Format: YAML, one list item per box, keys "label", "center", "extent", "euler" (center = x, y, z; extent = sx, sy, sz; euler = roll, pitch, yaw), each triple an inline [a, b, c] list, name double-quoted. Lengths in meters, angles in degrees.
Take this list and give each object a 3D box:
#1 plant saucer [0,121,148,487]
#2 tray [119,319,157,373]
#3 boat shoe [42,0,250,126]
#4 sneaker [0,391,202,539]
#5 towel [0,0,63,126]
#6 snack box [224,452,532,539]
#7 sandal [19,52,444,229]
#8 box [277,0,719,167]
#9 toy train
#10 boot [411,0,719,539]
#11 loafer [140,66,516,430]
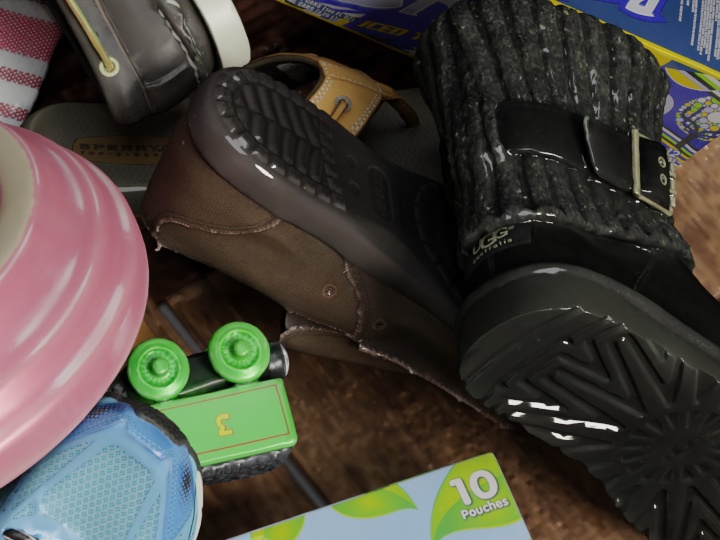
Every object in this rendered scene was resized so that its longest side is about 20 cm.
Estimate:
- label: "plant saucer"
  center: [-0.173, 0.008, 0.764]
  extent: [0.200, 0.051, 0.201]
  euler: [-10, 40, 9]
- label: "tray"
  center: [-0.161, 0.073, 0.822]
  extent: [0.200, 0.037, 0.099]
  euler: [-30, 71, -21]
- label: "boat shoe"
  center: [-0.124, -0.136, 0.877]
  extent: [0.061, 0.072, 0.201]
  euler: [-36, 63, -13]
- label: "sneaker"
  center: [-0.118, 0.130, 0.729]
  extent: [0.078, 0.090, 0.200]
  euler: [36, 91, -8]
- label: "towel"
  center: [-0.183, -0.127, 0.927]
  extent: [0.146, 0.030, 0.200]
  euler: [19, 65, 1]
- label: "snack box"
  center: [0.018, 0.179, 0.787]
  extent: [0.142, 0.053, 0.200]
  euler: [-16, 67, -17]
- label: "sandal"
  center: [-0.035, -0.057, 0.883]
  extent: [0.199, 0.055, 0.082]
  euler: [0, 37, -10]
- label: "box"
  center: [0.064, -0.113, 0.900]
  extent: [0.200, 0.070, 0.064]
  euler: [21, 58, -21]
- label: "toy train"
  center: [-0.117, 0.064, 0.793]
  extent: [0.200, 0.042, 0.057]
  euler: [-12, 77, -15]
- label: "boot"
  center: [0.104, 0.002, 0.845]
  extent: [0.211, 0.079, 0.158]
  euler: [39, 32, -38]
- label: "loafer"
  center: [0.000, 0.000, 0.844]
  extent: [0.200, 0.071, 0.073]
  euler: [37, 33, -27]
